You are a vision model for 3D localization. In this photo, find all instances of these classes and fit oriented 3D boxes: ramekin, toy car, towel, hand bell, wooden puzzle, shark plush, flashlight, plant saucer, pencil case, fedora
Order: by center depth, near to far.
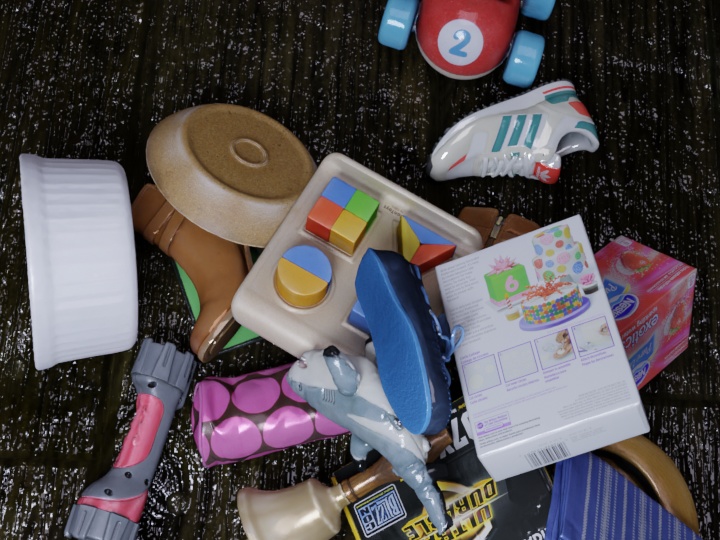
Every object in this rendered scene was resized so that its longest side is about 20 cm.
[{"bbox_3d":[0.245,0.248,1.047,0.199,0.024,0.145,38,33,-9],"label":"towel"},{"bbox_3d":[0.018,0.143,1.061,0.200,0.091,0.083,46,112,6],"label":"shark plush"},{"bbox_3d":[-0.003,0.199,1.093,0.198,0.104,0.105,-30,74,7],"label":"hand bell"},{"bbox_3d":[-0.268,-0.011,1.134,0.096,0.201,0.204,-4,70,-15],"label":"ramekin"},{"bbox_3d":[0.000,0.000,1.140,0.183,0.046,0.201,29,68,6],"label":"wooden puzzle"},{"bbox_3d":[-0.219,0.166,1.140,0.067,0.068,0.203,14,70,3],"label":"flashlight"},{"bbox_3d":[0.226,0.248,1.147,0.197,0.082,0.204,2,74,-7],"label":"fedora"},{"bbox_3d":[-0.068,0.125,1.160,0.197,0.091,0.095,-13,73,-8],"label":"pencil case"},{"bbox_3d":[-0.118,-0.108,1.214,0.198,0.036,0.202,19,41,-17],"label":"plant saucer"},{"bbox_3d":[0.130,-0.324,1.283,0.182,0.200,0.179,17,69,1],"label":"toy car"}]

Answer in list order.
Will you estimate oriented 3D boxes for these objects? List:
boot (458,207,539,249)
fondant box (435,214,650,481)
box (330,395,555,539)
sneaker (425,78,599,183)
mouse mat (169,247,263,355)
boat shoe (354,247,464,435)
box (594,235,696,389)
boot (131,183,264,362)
[{"bbox_3d":[0.086,-0.006,1.225,0.197,0.077,0.157,14,61,12],"label":"boot"},{"bbox_3d":[0.156,0.065,1.048,0.142,0.058,0.202,-20,54,13],"label":"fondant box"},{"bbox_3d":[0.088,0.217,1.107,0.199,0.049,0.161,-32,67,18],"label":"box"},{"bbox_3d":[0.169,-0.131,1.285,0.198,0.071,0.094,-25,68,-17],"label":"sneaker"},{"bbox_3d":[-0.095,-0.013,1.250,0.197,0.008,0.163,-19,73,-11],"label":"mouse mat"},{"bbox_3d":[0.053,0.053,1.037,0.068,0.085,0.202,7,47,-25],"label":"boat shoe"},{"bbox_3d":[0.232,0.065,1.163,0.199,0.104,0.094,-32,43,-33],"label":"box"},{"bbox_3d":[-0.169,-0.019,1.194,0.154,0.077,0.202,26,64,-2],"label":"boot"}]
